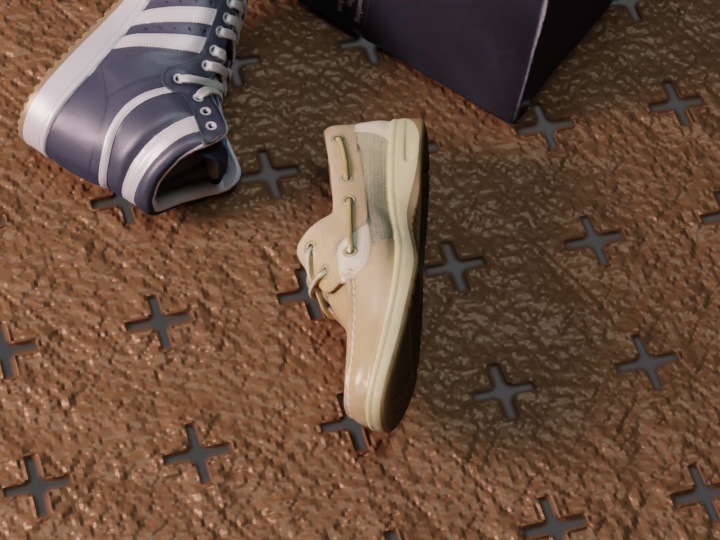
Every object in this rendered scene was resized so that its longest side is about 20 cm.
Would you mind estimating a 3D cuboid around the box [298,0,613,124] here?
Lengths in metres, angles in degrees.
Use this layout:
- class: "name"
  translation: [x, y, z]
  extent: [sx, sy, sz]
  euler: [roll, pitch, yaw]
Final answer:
- class: "box"
  translation: [0.067, -0.225, 1.315]
  extent: [0.200, 0.118, 0.197]
  euler: [31, 57, 14]

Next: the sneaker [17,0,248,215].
- class: "sneaker"
  translation: [-0.085, -0.119, 1.230]
  extent: [0.108, 0.070, 0.200]
  euler: [35, 77, 19]

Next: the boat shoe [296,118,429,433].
- class: "boat shoe"
  translation: [0.000, 0.000, 1.176]
  extent: [0.065, 0.072, 0.200]
  euler: [1, 51, 4]
